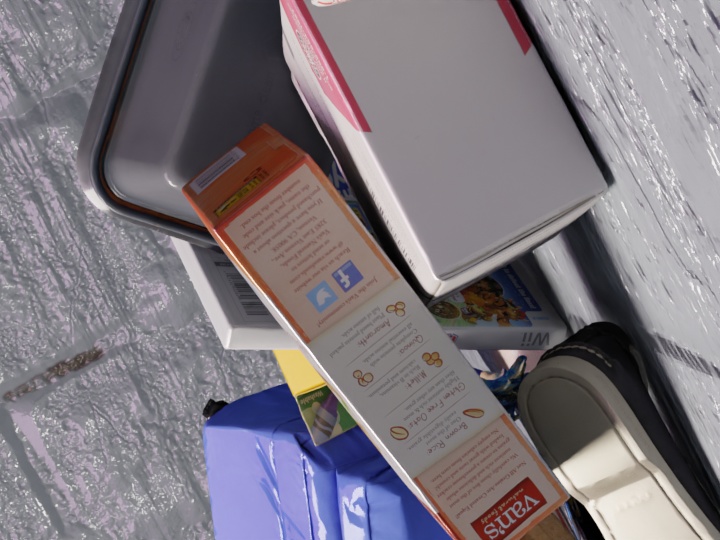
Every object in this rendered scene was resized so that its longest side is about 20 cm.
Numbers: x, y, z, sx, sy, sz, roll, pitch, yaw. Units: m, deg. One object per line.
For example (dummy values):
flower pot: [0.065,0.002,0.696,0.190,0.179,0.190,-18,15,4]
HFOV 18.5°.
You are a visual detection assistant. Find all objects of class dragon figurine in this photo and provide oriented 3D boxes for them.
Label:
dragon figurine: [0.065,0.076,1.230,0.200,0.099,0.059,157,115,-81]

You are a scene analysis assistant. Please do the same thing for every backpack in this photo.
backpack: [0.021,0.148,1.440,0.168,0.200,0.163,12,112,39]

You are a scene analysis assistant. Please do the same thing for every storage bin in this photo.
storage bin: [-0.046,-0.105,1.143,0.145,0.201,0.134,19,180,-18]

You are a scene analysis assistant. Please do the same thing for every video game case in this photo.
video game case: [0.000,0.000,1.249,0.143,0.199,0.018,-121,38,-52]

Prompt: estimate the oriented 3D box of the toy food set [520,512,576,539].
toy food set: [0.108,0.184,1.144,0.198,0.049,0.200,54,174,-14]

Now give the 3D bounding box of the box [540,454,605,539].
box: [0.161,0.168,1.210,0.199,0.050,0.200,63,178,24]

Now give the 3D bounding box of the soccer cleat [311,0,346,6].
soccer cleat: [-0.025,-0.189,0.833,0.200,0.085,0.069,62,177,17]

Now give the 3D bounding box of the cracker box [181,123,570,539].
cracker box: [0.004,0.032,1.022,0.200,0.058,0.134,52,177,-14]

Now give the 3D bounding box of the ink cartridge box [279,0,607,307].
ink cartridge box: [0.030,-0.069,0.976,0.147,0.083,0.200,62,177,3]

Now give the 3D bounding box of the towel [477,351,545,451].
towel: [0.091,0.038,1.425,0.200,0.032,0.191,61,177,14]

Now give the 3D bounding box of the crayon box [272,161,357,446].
crayon box: [-0.013,-0.009,1.358,0.052,0.126,0.200,-24,90,44]

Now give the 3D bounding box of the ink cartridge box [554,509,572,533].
ink cartridge box: [0.151,0.194,1.411,0.116,0.067,0.200,63,178,18]

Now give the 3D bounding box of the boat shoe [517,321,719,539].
boat shoe: [0.147,0.113,1.039,0.200,0.073,0.063,58,-139,-13]
